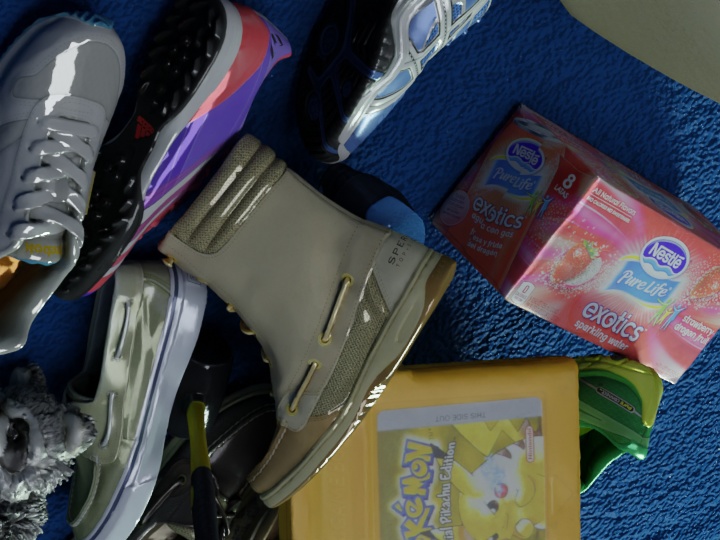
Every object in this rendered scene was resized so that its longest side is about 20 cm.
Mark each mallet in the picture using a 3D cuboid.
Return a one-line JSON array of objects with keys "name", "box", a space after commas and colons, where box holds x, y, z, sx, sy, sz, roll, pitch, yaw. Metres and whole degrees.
[{"name": "mallet", "box": [-0.098, 0.125, 1.409, 0.041, 0.200, 0.066, 9, 132, -14]}]

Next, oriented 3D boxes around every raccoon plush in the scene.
[{"name": "raccoon plush", "box": [-0.217, 0.138, 1.437, 0.134, 0.097, 0.200, -47, 168, -13]}]

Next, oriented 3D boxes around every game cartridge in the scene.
[{"name": "game cartridge", "box": [0.045, 0.147, 1.481, 0.200, 0.032, 0.176, -4, 95, -24]}]

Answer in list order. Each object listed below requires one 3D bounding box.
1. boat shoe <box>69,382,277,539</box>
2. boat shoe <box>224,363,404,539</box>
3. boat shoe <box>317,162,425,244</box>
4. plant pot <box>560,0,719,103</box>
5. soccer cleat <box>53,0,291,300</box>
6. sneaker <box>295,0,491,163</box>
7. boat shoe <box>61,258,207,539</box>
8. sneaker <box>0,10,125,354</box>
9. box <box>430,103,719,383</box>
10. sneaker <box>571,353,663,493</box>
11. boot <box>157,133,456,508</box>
[{"name": "boat shoe", "box": [-0.111, 0.158, 1.514, 0.200, 0.065, 0.073, -46, 136, 3]}, {"name": "boat shoe", "box": [-0.030, 0.145, 1.562, 0.200, 0.063, 0.073, -48, 136, 6]}, {"name": "boat shoe", "box": [0.000, 0.000, 1.459, 0.084, 0.069, 0.200, -30, 154, -30]}, {"name": "plant pot", "box": [0.192, -0.218, 1.317, 0.200, 0.177, 0.200, -61, 140, -14]}, {"name": "soccer cleat", "box": [-0.111, -0.063, 1.337, 0.073, 0.068, 0.200, 17, 111, -47]}, {"name": "sneaker", "box": [0.031, -0.144, 1.361, 0.077, 0.076, 0.200, 16, 115, -38]}, {"name": "boat shoe", "box": [-0.151, 0.079, 1.431, 0.062, 0.072, 0.200, 10, 109, -23]}, {"name": "sneaker", "box": [-0.175, -0.047, 1.290, 0.076, 0.081, 0.200, 8, 117, -38]}, {"name": "box", "box": [0.158, -0.015, 1.543, 0.200, 0.095, 0.103, 27, 105, -45]}, {"name": "sneaker", "box": [0.113, 0.113, 1.578, 0.200, 0.084, 0.074, -21, 142, 41]}, {"name": "boot", "box": [-0.055, 0.031, 1.370, 0.200, 0.155, 0.073, -57, 179, 33]}]
